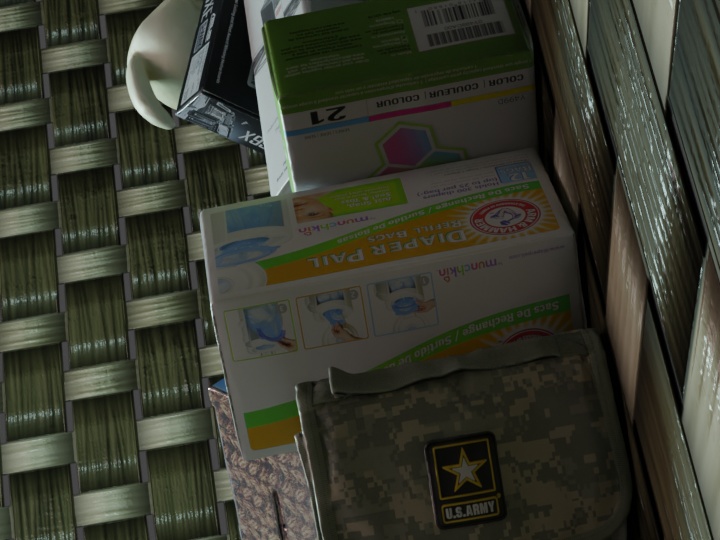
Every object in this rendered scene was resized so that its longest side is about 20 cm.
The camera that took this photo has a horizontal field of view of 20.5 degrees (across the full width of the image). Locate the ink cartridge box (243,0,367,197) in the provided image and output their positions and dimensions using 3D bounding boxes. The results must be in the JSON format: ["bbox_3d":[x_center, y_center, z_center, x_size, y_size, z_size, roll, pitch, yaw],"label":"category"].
[{"bbox_3d":[0.009,-0.130,1.310,0.084,0.143,0.202,-50,38,42],"label":"ink cartridge box"}]

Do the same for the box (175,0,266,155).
[{"bbox_3d":[-0.035,-0.172,1.412,0.050,0.157,0.202,-31,42,55],"label":"box"}]

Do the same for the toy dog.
[{"bbox_3d":[-0.064,-0.164,1.511,0.195,0.198,0.140,-63,-2,-48],"label":"toy dog"}]

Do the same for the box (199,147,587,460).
[{"bbox_3d":[0.019,0.016,1.100,0.113,0.198,0.102,-106,6,-61],"label":"box"}]

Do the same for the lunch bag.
[{"bbox_3d":[0.056,0.129,1.045,0.118,0.162,0.202,-103,3,-54],"label":"lunch bag"}]

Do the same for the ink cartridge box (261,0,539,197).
[{"bbox_3d":[0.031,-0.061,1.174,0.076,0.146,0.201,-103,3,-47],"label":"ink cartridge box"}]

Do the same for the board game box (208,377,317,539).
[{"bbox_3d":[0.024,0.109,1.215,0.096,0.199,0.161,19,128,44],"label":"board game box"}]
